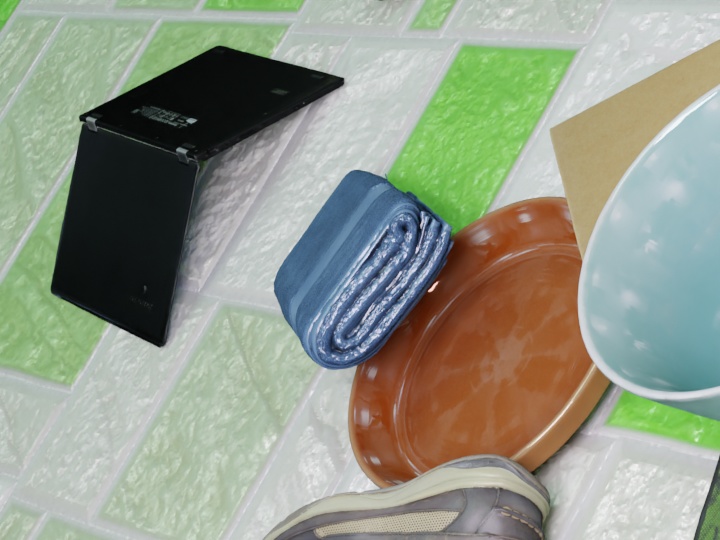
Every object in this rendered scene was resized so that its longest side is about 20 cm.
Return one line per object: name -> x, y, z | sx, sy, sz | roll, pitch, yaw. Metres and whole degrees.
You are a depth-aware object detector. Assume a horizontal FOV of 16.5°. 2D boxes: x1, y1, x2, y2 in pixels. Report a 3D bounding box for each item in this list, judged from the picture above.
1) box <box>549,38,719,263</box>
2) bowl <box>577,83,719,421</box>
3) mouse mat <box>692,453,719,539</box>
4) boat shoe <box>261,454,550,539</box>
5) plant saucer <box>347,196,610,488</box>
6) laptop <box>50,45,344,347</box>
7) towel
box -> 0.205, -0.069, 1.361 | 0.200, 0.021, 0.164 | -28, 38, 16
bowl -> 0.216, 0.002, 1.217 | 0.201, 0.105, 0.201 | -30, 39, 27
mouse mat -> 0.233, 0.096, 1.207 | 0.161, 0.008, 0.200 | -10, 51, 46
boat shoe -> 0.012, 0.162, 1.347 | 0.200, 0.074, 0.073 | -27, 39, 34
plant saucer -> 0.077, 0.049, 1.421 | 0.200, 0.032, 0.201 | -31, 38, 28
laptop -> -0.122, -0.060, 1.793 | 0.200, 0.116, 0.187 | -30, 26, -23
towel -> 0.000, 0.000, 1.498 | 0.112, 0.049, 0.200 | -53, 13, 3
